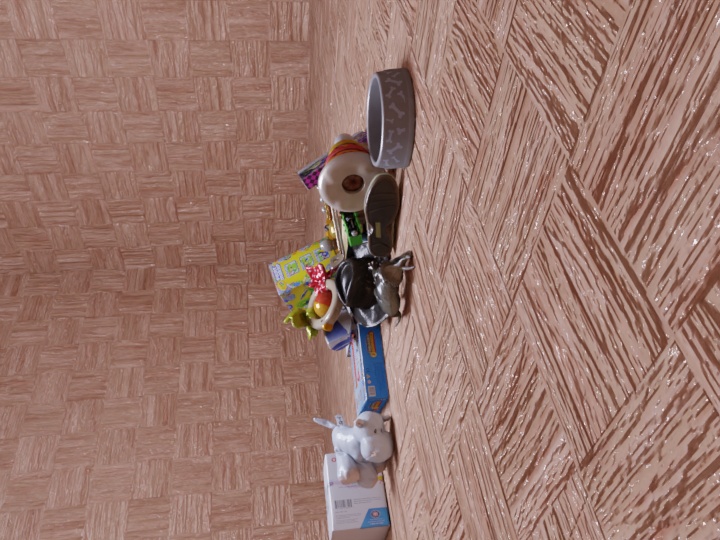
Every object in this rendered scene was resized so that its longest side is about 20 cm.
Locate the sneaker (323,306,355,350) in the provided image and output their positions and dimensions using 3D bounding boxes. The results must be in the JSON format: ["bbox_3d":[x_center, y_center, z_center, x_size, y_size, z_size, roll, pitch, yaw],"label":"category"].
[{"bbox_3d":[-0.047,0.149,1.654,0.200,0.080,0.115,-105,-9,-55],"label":"sneaker"}]

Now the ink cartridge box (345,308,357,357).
[{"bbox_3d":[-0.015,0.156,1.821,0.200,0.050,0.109,100,165,-52],"label":"ink cartridge box"}]

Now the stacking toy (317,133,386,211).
[{"bbox_3d":[-0.030,-0.237,1.363,0.200,0.146,0.146,-104,14,-47],"label":"stacking toy"}]

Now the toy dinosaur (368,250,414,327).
[{"bbox_3d":[0.054,0.040,1.244,0.102,0.077,0.200,-94,8,-60],"label":"toy dinosaur"}]

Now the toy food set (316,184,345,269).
[{"bbox_3d":[-0.081,-0.113,1.535,0.144,0.060,0.200,-107,6,-79],"label":"toy food set"}]

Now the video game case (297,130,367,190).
[{"bbox_3d":[-0.064,-0.279,1.561,0.036,0.200,0.181,56,180,-17],"label":"video game case"}]

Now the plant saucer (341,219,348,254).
[{"bbox_3d":[-0.023,-0.104,1.772,0.200,0.048,0.200,-113,23,-76],"label":"plant saucer"}]

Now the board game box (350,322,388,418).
[{"bbox_3d":[0.019,0.257,1.602,0.196,0.056,0.200,104,161,-64],"label":"board game box"}]

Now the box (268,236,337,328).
[{"bbox_3d":[-0.130,0.038,1.813,0.200,0.192,0.122,64,180,-53],"label":"box"}]

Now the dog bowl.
[{"bbox_3d":[0.053,-0.289,1.201,0.200,0.059,0.201,176,90,-81],"label":"dog bowl"}]

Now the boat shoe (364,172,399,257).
[{"bbox_3d":[0.044,-0.127,1.308,0.076,0.071,0.200,-79,-4,-49],"label":"boat shoe"}]

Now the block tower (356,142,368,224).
[{"bbox_3d":[0.015,-0.210,1.492,0.058,0.054,0.200,-105,16,-51],"label":"block tower"}]

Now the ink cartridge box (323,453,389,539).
[{"bbox_3d":[-0.015,0.596,1.638,0.146,0.146,0.200,97,168,-50],"label":"ink cartridge box"}]

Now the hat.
[{"bbox_3d":[-0.008,0.031,1.424,0.200,0.081,0.201,3,94,51],"label":"hat"}]

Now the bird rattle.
[{"bbox_3d":[-0.089,0.078,1.558,0.163,0.113,0.200,16,74,55],"label":"bird rattle"}]

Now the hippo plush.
[{"bbox_3d":[0.020,0.402,1.496,0.161,0.159,0.200,-47,55,35],"label":"hippo plush"}]

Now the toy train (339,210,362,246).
[{"bbox_3d":[-0.026,-0.119,1.490,0.200,0.042,0.057,-107,6,-60],"label":"toy train"}]

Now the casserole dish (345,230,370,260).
[{"bbox_3d":[0.000,0.000,1.514,0.121,0.039,0.200,25,111,54],"label":"casserole dish"}]

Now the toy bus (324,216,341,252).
[{"bbox_3d":[-0.078,-0.094,2.056,0.200,0.078,0.065,-102,14,-48],"label":"toy bus"}]
